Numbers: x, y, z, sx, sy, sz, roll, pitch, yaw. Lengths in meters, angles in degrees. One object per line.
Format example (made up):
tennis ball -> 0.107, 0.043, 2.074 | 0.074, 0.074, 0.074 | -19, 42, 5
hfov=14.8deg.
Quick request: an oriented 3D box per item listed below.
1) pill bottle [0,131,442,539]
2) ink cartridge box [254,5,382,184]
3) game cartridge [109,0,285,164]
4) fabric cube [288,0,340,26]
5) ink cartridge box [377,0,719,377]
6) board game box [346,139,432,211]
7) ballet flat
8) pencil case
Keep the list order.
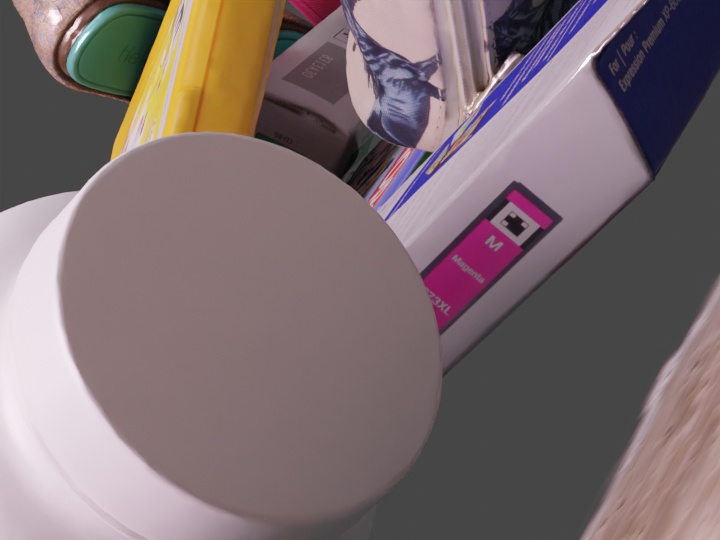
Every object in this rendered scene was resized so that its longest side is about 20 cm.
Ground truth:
pill bottle -> -0.066, 0.053, 0.614 | 0.200, 0.112, 0.112 | -43, 9, 51
ink cartridge box -> -0.030, -0.002, 1.060 | 0.201, 0.050, 0.161 | -69, -10, 26
game cartridge -> -0.069, -0.017, 0.931 | 0.177, 0.032, 0.201 | 118, 168, -48
fabric cube -> 0.044, -0.228, 1.141 | 0.196, 0.200, 0.199 | -54, 8, -37
ink cartridge box -> 0.044, -0.029, 0.675 | 0.200, 0.037, 0.095 | -49, 4, 45
board game box -> 0.000, 0.000, 0.870 | 0.135, 0.029, 0.200 | -46, 7, 49
ballet flat -> -0.067, -0.091, 1.087 | 0.068, 0.067, 0.200 | -49, -31, 9
pencil case -> 0.017, -0.111, 0.718 | 0.077, 0.090, 0.200 | -21, -34, -1
